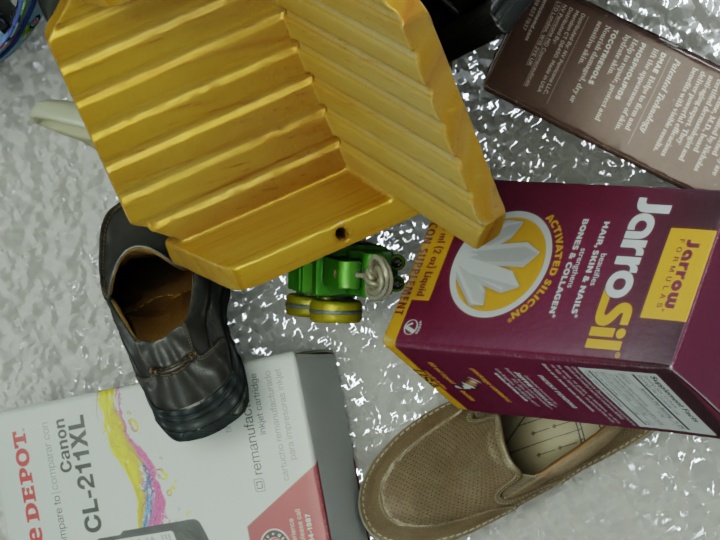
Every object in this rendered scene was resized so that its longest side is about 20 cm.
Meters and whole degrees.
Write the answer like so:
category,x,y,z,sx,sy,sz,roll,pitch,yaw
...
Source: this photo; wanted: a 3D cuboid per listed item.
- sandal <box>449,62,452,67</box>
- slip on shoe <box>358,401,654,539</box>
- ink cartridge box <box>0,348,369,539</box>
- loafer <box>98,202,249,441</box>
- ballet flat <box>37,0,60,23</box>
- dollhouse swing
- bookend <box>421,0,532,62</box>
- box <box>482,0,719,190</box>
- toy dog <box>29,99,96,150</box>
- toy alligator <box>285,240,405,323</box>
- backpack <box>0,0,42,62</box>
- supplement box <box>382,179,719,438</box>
category,x,y,z,sx,sy,sz,roll,pitch,yaw
sandal,0.028,-0.118,1.727,0.201,0.057,0.080,-59,33,3
slip on shoe,0.084,0.101,1.707,0.200,0.061,0.076,-22,82,15
ink cartridge box,-0.106,0.136,1.754,0.200,0.083,0.146,-12,85,16
loafer,-0.114,0.010,1.718,0.073,0.072,0.200,-27,39,-2
ballet flat,-0.155,-0.205,1.697,0.066,0.057,0.200,-36,49,35
dollhouse swing,-0.048,-0.078,1.559,0.181,0.176,0.200,-24,120,-2
bookend,0.010,-0.211,1.583,0.199,0.200,0.092,40,83,-7
box,0.178,-0.086,1.662,0.200,0.100,0.075,29,97,15
toy dog,-0.080,-0.154,1.719,0.194,0.139,0.200,8,80,35
toy alligator,0.000,0.000,1.695,0.054,0.200,0.059,0,94,-21
backpack,-0.257,-0.199,1.773,0.182,0.134,0.200,-32,78,24
supplement box,0.126,0.018,1.630,0.200,0.086,0.111,4,64,41
